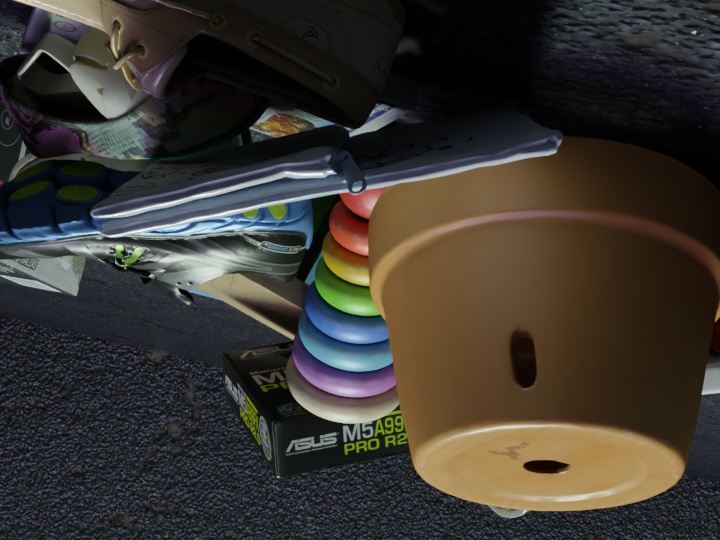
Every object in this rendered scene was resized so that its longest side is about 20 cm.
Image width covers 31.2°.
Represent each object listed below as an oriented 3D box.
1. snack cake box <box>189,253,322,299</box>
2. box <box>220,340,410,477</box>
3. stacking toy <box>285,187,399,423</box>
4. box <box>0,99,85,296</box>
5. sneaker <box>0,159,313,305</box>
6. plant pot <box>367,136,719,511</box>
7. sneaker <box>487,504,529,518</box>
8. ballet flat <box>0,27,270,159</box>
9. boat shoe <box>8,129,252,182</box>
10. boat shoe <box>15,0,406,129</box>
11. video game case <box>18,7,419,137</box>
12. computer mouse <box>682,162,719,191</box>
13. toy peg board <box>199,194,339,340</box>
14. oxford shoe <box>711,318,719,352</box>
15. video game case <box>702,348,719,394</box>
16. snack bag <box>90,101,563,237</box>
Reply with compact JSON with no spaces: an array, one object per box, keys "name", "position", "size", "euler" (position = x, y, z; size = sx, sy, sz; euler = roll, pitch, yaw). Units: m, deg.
[{"name":"snack cake box","position":[-0.085,-0.001,1.194],"size":[0.200,0.067,0.115],"euler":[16,170,-15]},{"name":"box","position":[0.010,0.089,0.971],"size":[0.200,0.044,0.160],"euler":[-8,-163,-16]},{"name":"stacking toy","position":[0.000,0.000,0.838],"size":[0.085,0.200,0.085],"euler":[5,-145,-4]},{"name":"box","position":[-0.305,-0.063,1.012],"size":[0.132,0.115,0.200],"euler":[9,170,15]},{"name":"sneaker","position":[-0.126,-0.016,0.724],"size":[0.199,0.071,0.083],"euler":[0,129,2]},{"name":"plant pot","position":[0.099,0.041,0.683],"size":[0.200,0.140,0.200],"euler":[3,154,2]},{"name":"sneaker","position":[0.122,0.066,0.879],"size":[0.080,0.200,0.071],"euler":[-18,-151,-41]},{"name":"ballet flat","position":[-0.133,-0.096,0.671],"size":[0.200,0.069,0.071],"euler":[3,146,46]},{"name":"boat shoe","position":[-0.137,-0.065,0.807],"size":[0.200,0.072,0.068],"euler":[-12,173,39]},{"name":"boat shoe","position":[-0.082,-0.111,0.581],"size":[0.199,0.069,0.074],"euler":[13,169,2]},{"name":"video game case","position":[-0.084,-0.114,0.719],"size":[0.200,0.018,0.143],"euler":[17,169,-18]},{"name":"computer mouse","position":[0.118,-0.021,0.736],"size":[0.200,0.034,0.059],"euler":[-11,148,14]},{"name":"toy peg board","position":[-0.106,-0.043,0.993],"size":[0.199,0.098,0.200],"euler":[29,169,2]},{"name":"oxford shoe","position":[0.266,0.021,0.910],"size":[0.072,0.071,0.200],"euler":[-6,180,-19]},{"name":"video game case","position":[0.276,0.066,0.935],"size":[0.199,0.023,0.182],"euler":[-8,-179,12]},{"name":"snack bag","position":[-0.011,-0.054,0.599],"size":[0.199,0.021,0.189],"euler":[-10,-170,3]}]
